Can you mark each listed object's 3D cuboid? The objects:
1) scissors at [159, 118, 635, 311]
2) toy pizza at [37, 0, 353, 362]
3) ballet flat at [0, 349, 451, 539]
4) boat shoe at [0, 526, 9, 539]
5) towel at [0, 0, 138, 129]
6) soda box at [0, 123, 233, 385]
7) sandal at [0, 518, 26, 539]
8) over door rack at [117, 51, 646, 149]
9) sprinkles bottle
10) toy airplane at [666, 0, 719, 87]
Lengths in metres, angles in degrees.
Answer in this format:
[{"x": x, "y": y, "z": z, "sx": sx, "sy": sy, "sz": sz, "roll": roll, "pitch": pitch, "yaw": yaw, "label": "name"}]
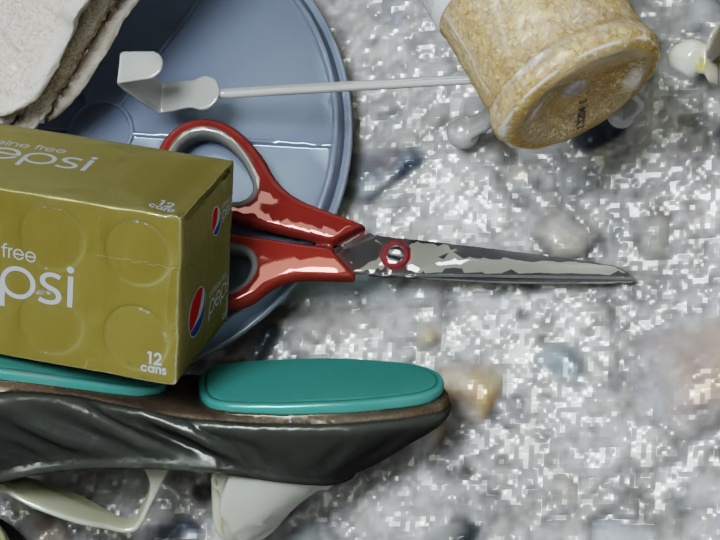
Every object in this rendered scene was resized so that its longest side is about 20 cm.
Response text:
[{"x": 0.000, "y": 0.000, "z": 1.078, "sx": 0.199, "sy": 0.014, "sz": 0.074, "roll": 20, "pitch": 74, "yaw": 11, "label": "scissors"}, {"x": -0.101, "y": -0.050, "z": 1.127, "sx": 0.199, "sy": 0.032, "sz": 0.202, "roll": -2, "pitch": 72, "yaw": 6, "label": "toy pizza"}, {"x": -0.067, "y": 0.064, "z": 1.062, "sx": 0.198, "sy": 0.068, "sz": 0.069, "roll": 5, "pitch": 107, "yaw": 1, "label": "ballet flat"}, {"x": -0.190, "y": 0.165, "z": 1.009, "sx": 0.073, "sy": 0.063, "sz": 0.201, "roll": 28, "pitch": 71, "yaw": 17, "label": "boat shoe"}, {"x": -0.117, "y": -0.159, "z": 1.082, "sx": 0.133, "sy": 0.034, "sz": 0.201, "roll": 45, "pitch": 109, "yaw": 31, "label": "towel"}, {"x": -0.149, "y": -0.015, "z": 1.054, "sx": 0.199, "sy": 0.064, "sz": 0.068, "roll": 9, "pitch": 113, "yaw": 13, "label": "soda box"}, {"x": -0.107, "y": 0.153, "z": 1.044, "sx": 0.199, "sy": 0.043, "sz": 0.076, "roll": 26, "pitch": 90, "yaw": 33, "label": "sandal"}, {"x": 0.016, "y": -0.127, "z": 1.101, "sx": 0.198, "sy": 0.067, "sz": 0.149, "roll": 2, "pitch": 70, "yaw": 8, "label": "over door rack"}, {"x": 0.033, "y": -0.142, "z": 1.032, "sx": 0.068, "sy": 0.068, "sz": 0.201, "roll": -31, "pitch": 69, "yaw": 6, "label": "sprinkles bottle"}, {"x": 0.173, "y": -0.144, "z": 1.038, "sx": 0.199, "sy": 0.141, "sz": 0.200, "roll": -25, "pitch": 71, "yaw": -32, "label": "toy airplane"}]
